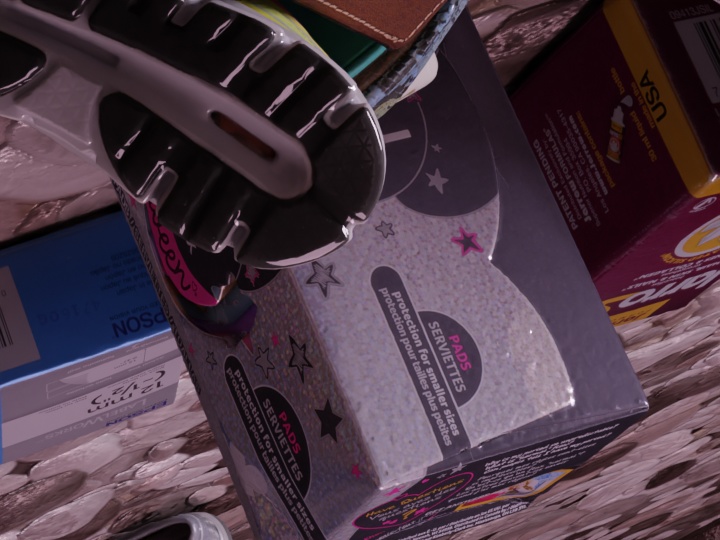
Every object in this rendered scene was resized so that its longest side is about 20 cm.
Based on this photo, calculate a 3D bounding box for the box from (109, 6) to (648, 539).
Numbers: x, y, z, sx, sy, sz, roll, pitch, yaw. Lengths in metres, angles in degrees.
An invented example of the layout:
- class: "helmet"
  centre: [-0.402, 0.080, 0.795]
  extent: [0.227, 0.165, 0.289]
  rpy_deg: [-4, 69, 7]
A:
- class: "box"
  centre: [0.000, 0.000, 0.963]
  extent: [0.131, 0.201, 0.115]
  rpy_deg: [-14, 161, -31]

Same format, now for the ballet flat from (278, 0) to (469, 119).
- class: "ballet flat"
  centre: [0.016, -0.095, 0.760]
  extent: [0.200, 0.074, 0.074]
  rpy_deg: [-52, 171, -15]

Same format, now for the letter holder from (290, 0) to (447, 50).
- class: "letter holder"
  centre: [-0.009, -0.157, 0.619]
  extent: [0.142, 0.101, 0.200]
  rpy_deg: [-43, 159, 14]

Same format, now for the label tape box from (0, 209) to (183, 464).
- class: "label tape box"
  centre: [-0.160, 0.050, 1.158]
  extent: [0.142, 0.067, 0.200]
  rpy_deg: [-19, 162, -14]

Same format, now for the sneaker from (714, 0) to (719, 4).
- class: "sneaker"
  centre: [0.159, -0.166, 0.898]
  extent: [0.080, 0.077, 0.200]
  rpy_deg: [-8, 153, -23]

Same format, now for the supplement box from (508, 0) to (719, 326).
- class: "supplement box"
  centre: [0.141, -0.054, 1.170]
  extent: [0.130, 0.104, 0.200]
  rpy_deg: [-15, 163, -32]

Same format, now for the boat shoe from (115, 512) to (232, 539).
- class: "boat shoe"
  centre: [-0.183, 0.231, 1.718]
  extent: [0.201, 0.075, 0.065]
  rpy_deg: [-30, 157, 11]

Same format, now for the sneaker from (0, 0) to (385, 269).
- class: "sneaker"
  centre: [-0.079, -0.072, 0.668]
  extent: [0.078, 0.200, 0.090]
  rpy_deg: [-50, 179, 9]
